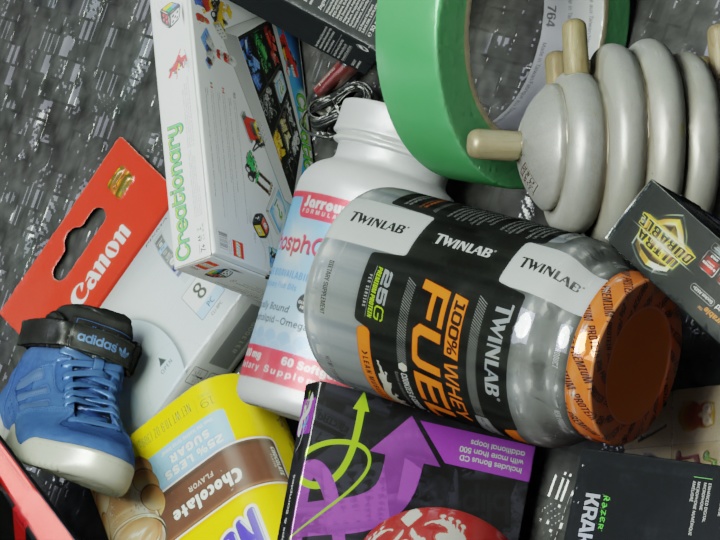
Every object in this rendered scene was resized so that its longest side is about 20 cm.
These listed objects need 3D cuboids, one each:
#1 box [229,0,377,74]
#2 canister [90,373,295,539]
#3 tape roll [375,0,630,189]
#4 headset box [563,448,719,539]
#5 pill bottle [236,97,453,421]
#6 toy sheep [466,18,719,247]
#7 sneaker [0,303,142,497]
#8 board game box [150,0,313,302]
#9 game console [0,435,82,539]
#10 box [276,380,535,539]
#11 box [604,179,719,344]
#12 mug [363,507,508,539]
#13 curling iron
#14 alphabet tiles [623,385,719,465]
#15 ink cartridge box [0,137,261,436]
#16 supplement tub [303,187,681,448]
[{"bbox_3d":[-0.007,-0.249,1.850,0.141,0.079,0.201,29,80,-5],"label":"box"},{"bbox_3d":[-0.083,0.185,1.839,0.148,0.086,0.201,-39,55,22],"label":"canister"},{"bbox_3d":[0.088,-0.151,1.736,0.048,0.200,0.202,11,83,37],"label":"tape roll"},{"bbox_3d":[0.211,0.200,1.601,0.199,0.093,0.175,6,81,37],"label":"headset box"},{"bbox_3d":[0.000,0.000,1.816,0.108,0.109,0.201,13,84,38],"label":"pill bottle"},{"bbox_3d":[0.159,-0.074,1.692,0.198,0.138,0.139,0,72,-5],"label":"toy sheep"},{"bbox_3d":[-0.179,0.076,1.859,0.112,0.076,0.200,-68,19,-4],"label":"sneaker"},{"bbox_3d":[-0.079,-0.083,1.888,0.034,0.126,0.201,-20,65,30],"label":"board game box"},{"bbox_3d":[-0.201,0.176,1.851,0.031,0.200,0.177,-31,77,-15],"label":"game console"},{"bbox_3d":[0.020,0.178,1.736,0.036,0.142,0.201,162,120,-75],"label":"box"},{"bbox_3d":[0.244,0.041,1.590,0.046,0.159,0.200,-53,54,10],"label":"box"},{"bbox_3d":[0.051,0.223,1.597,0.176,0.200,0.134,-12,112,15],"label":"mug"},{"bbox_3d":[0.035,-0.160,1.893,0.050,0.026,0.200,44,99,15],"label":"curling iron"},{"bbox_3d":[0.195,0.166,1.687,0.166,0.008,0.201,-8,72,35],"label":"alphabet tiles"},{"bbox_3d":[-0.163,0.021,1.969,0.200,0.047,0.160,44,104,34],"label":"ink cartridge box"},{"bbox_3d":[0.076,0.029,1.671,0.199,0.122,0.123,15,85,36],"label":"supplement tub"}]
